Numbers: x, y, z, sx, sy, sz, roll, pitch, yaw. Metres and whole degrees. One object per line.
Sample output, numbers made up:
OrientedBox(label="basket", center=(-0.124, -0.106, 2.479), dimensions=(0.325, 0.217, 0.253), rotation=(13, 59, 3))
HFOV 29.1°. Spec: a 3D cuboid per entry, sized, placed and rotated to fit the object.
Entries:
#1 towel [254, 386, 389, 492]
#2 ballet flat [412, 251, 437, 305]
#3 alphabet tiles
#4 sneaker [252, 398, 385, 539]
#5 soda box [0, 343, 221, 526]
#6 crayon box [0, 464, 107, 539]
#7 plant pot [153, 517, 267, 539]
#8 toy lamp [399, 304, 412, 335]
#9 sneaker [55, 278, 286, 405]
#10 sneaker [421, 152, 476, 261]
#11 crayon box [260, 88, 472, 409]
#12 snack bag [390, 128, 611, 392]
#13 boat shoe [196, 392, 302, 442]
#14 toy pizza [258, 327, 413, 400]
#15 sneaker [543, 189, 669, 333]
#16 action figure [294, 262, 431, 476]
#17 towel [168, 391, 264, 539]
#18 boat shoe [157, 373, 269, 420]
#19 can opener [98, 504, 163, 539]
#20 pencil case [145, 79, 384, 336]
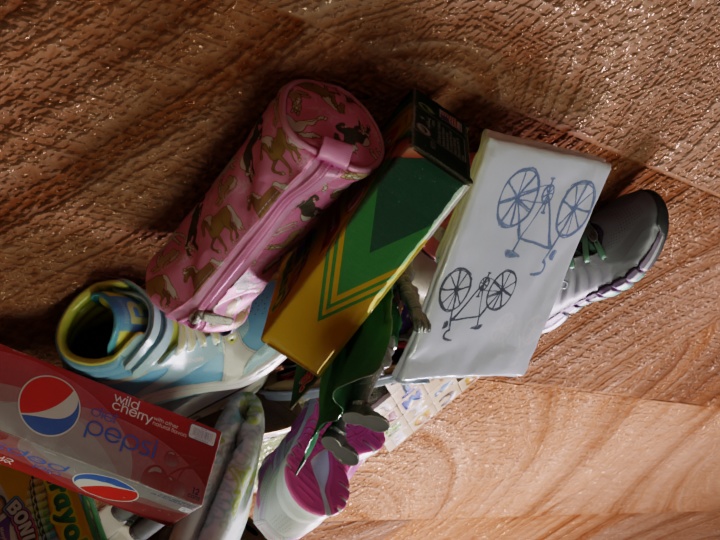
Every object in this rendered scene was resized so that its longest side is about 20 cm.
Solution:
OrientedBox(label="towel", center=(-0.058, 0.171, 1.401), dimensions=(0.200, 0.036, 0.148), rotation=(-21, 156, -8))
OrientedBox(label="ballet flat", center=(0.082, 0.009, 1.166), dimensions=(0.069, 0.069, 0.200), rotation=(-29, 162, 8))
OrientedBox(label="alphabet tiles", center=(0.064, 0.116, 1.378), dimensions=(0.200, 0.008, 0.167), rotation=(-39, 156, -5))
OrientedBox(label="sneaker", center=(-0.046, 0.169, 1.223), dimensions=(0.088, 0.081, 0.200), rotation=(-43, -178, 28))
OrientedBox(label="soda box", center=(-0.208, 0.118, 1.009), dimensions=(0.200, 0.063, 0.070), rotation=(25, 148, -19))
OrientedBox(label="crayon box", center=(-0.268, 0.224, 1.117), dimensions=(0.119, 0.200, 0.058), rotation=(-24, 155, -3))
OrientedBox(label="plant pot", center=(-0.184, 0.372, 1.518), dimensions=(0.200, 0.200, 0.198), rotation=(-5, 140, -36))
OrientedBox(label="toy lamp", center=(0.000, 0.000, 1.099), dimensions=(0.058, 0.058, 0.200), rotation=(-27, 158, 5))
OrientedBox(label="sneaker", center=(-0.133, 0.042, 1.032), dimensions=(0.200, 0.080, 0.131), rotation=(-22, 156, -8))
OrientedBox(label="sneaker", center=(0.100, -0.047, 1.079), dimensions=(0.087, 0.074, 0.200), rotation=(-55, 153, 14))
OrientedBox(label="crayon box", center=(-0.004, -0.016, 0.933), dimensions=(0.051, 0.127, 0.200), rotation=(33, 111, -11))
OrientedBox(label="snack bag", center=(0.110, -0.003, 1.060), dimensions=(0.189, 0.021, 0.200), rotation=(2, 112, -53))
OrientedBox(label="boat shoe", center=(-0.143, 0.147, 1.233), dimensions=(0.200, 0.071, 0.069), rotation=(-2, 145, -42))
OrientedBox(label="toy pizza", center=(0.007, 0.076, 1.211), dimensions=(0.200, 0.032, 0.200), rotation=(-12, -178, 0))
OrientedBox(label="sneaker", center=(0.186, -0.004, 1.241), dimensions=(0.088, 0.074, 0.200), rotation=(5, 142, -39))
OrientedBox(label="action figure", center=(0.010, 0.042, 0.966), dimensions=(0.055, 0.200, 0.118), rotation=(30, 131, -12))
OrientedBox(label="towel", center=(-0.125, 0.221, 1.125), dimensions=(0.048, 0.200, 0.171), rotation=(20, 144, 0))
OrientedBox(label="boat shoe", center=(-0.165, 0.108, 1.145), dimensions=(0.200, 0.071, 0.070), rotation=(-24, 151, -17))
OrientedBox(label="can opener", center=(-0.218, 0.236, 1.383), dimensions=(0.200, 0.053, 0.066), rotation=(-39, -174, 31))
OrientedBox(label="pencil case", center=(-0.066, -0.039, 0.921), dimensions=(0.083, 0.087, 0.200), rotation=(-7, 148, -46))
